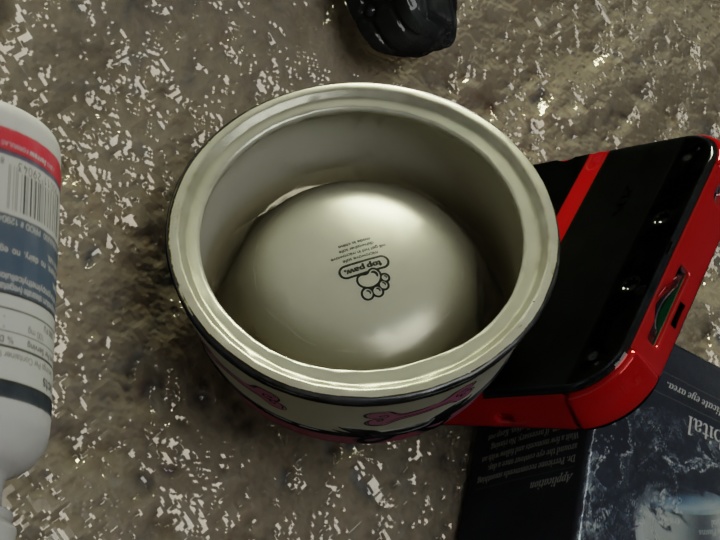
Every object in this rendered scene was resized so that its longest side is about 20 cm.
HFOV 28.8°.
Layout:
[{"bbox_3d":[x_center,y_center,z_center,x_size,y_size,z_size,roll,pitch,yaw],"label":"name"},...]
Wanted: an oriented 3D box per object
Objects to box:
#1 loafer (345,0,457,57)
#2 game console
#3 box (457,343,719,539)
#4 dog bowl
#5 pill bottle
[{"bbox_3d":[0.008,-0.225,0.860,0.070,0.068,0.203,-6,74,-53],"label":"loafer"},{"bbox_3d":[0.111,0.006,0.782,0.031,0.175,0.201,51,53,-26],"label":"game console"},{"bbox_3d":[0.165,0.160,0.800,0.195,0.117,0.203,25,63,-24],"label":"box"},{"bbox_3d":[0.000,0.000,0.723,0.197,0.074,0.202,1,53,-2],"label":"dog bowl"},{"bbox_3d":[-0.192,0.035,0.605,0.118,0.119,0.203,9,69,-30],"label":"pill bottle"}]
